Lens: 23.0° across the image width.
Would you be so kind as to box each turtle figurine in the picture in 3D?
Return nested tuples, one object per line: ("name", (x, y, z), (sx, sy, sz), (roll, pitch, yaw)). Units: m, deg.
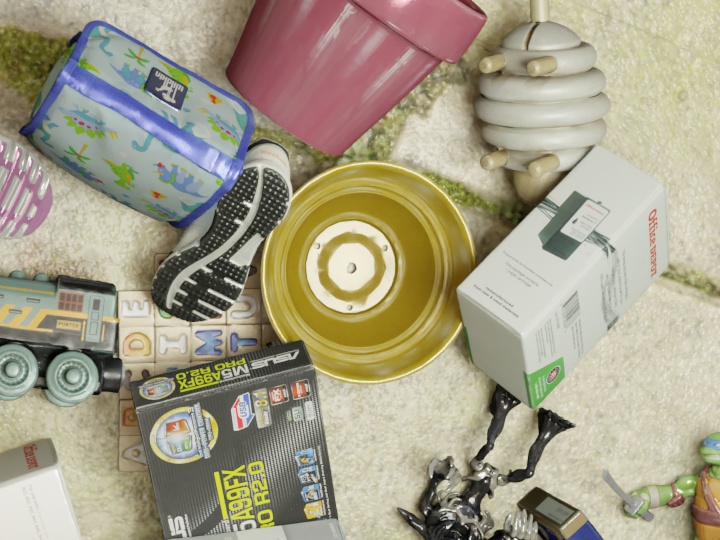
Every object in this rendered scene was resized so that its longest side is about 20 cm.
("turtle figurine", (0.316, 0.261, 1.686), (0.143, 0.200, 0.195), (-2, 101, 21))

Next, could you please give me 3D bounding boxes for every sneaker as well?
("sneaker", (-0.357, -0.098, 1.531), (0.200, 0.088, 0.081), (32, 84, -36))
("sneaker", (-0.116, -0.034, 1.565), (0.074, 0.080, 0.200), (32, 122, -15))

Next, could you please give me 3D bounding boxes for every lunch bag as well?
("lunch bag", (-0.189, -0.122, 1.503), (0.170, 0.200, 0.128), (29, 87, -13))

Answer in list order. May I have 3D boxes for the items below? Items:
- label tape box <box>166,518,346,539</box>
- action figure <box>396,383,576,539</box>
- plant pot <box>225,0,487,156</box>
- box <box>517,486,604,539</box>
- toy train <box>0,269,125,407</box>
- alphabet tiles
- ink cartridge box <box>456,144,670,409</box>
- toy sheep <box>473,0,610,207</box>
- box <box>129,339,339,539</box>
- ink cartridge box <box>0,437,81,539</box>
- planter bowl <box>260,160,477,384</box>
("label tape box", (-0.112, 0.309, 1.597), (0.199, 0.066, 0.144), (-6, 121, -15))
("action figure", (0.112, 0.207, 1.651), (0.119, 0.102, 0.200), (30, 87, 0))
("plant pot", (-0.017, -0.208, 1.553), (0.200, 0.200, 0.179), (33, 102, -14))
("box", (0.235, 0.297, 1.676), (0.032, 0.121, 0.200), (-41, 102, -8))
("toy train", (-0.303, 0.056, 1.555), (0.199, 0.085, 0.114), (8, 80, -12))
("alphabet tiles", (-0.140, 0.084, 1.629), (0.166, 0.008, 0.201), (-1, 95, -13))
("ink cartridge box", (0.188, 0.006, 1.612), (0.083, 0.147, 0.200), (37, 71, 27))
("toy sheep", (0.165, -0.157, 1.621), (0.137, 0.138, 0.201), (-2, 107, -13))
("box", (-0.109, 0.170, 1.578), (0.160, 0.044, 0.201), (-13, 123, -9))
("ink cartridge box", (-0.346, 0.223, 1.519), (0.199, 0.145, 0.084), (-18, 98, -11))
("planter bowl", (0.000, 0.000, 1.617), (0.200, 0.083, 0.201), (-1, 94, -13))
